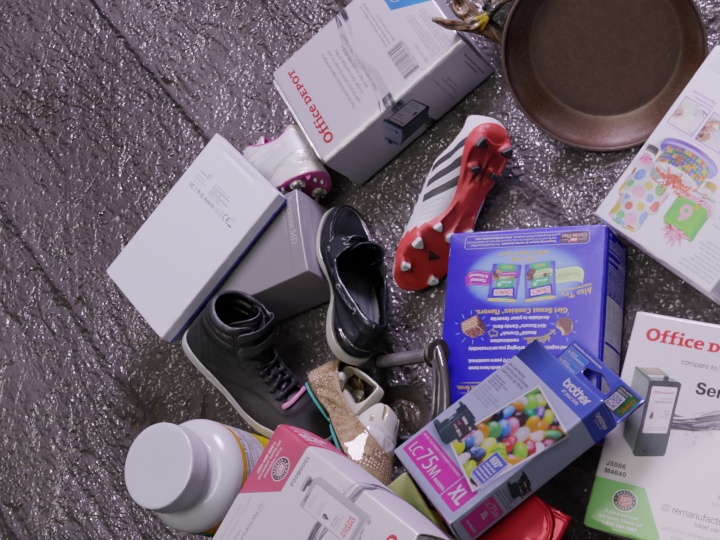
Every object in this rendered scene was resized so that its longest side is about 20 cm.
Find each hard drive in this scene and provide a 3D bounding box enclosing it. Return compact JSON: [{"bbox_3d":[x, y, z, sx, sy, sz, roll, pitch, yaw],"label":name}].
[{"bbox_3d":[-0.182,-0.037,1.484,0.200,0.025,0.132,-50,52,5],"label":"hard drive"}]

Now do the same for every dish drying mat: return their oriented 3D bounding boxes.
[{"bbox_3d":[0.099,0.278,1.148,0.076,0.018,0.201,28,85,34],"label":"dish drying mat"}]

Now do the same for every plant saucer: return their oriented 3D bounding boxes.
[{"bbox_3d":[0.239,-0.217,1.324,0.199,0.201,0.037,-21,21,24],"label":"plant saucer"}]

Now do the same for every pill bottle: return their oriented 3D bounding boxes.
[{"bbox_3d":[-0.144,0.214,1.369,0.112,0.200,0.114,-10,69,27],"label":"pill bottle"}]

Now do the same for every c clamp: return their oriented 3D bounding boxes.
[{"bbox_3d":[0.040,0.111,1.346,0.200,0.027,0.173,-4,76,64],"label":"c clamp"}]

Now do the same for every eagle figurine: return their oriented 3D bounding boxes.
[{"bbox_3d":[0.191,-0.307,1.379,0.151,0.152,0.200,43,120,5],"label":"eagle figurine"}]

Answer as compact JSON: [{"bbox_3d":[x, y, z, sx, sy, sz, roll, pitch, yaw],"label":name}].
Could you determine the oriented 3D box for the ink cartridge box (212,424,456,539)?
[{"bbox_3d":[-0.024,0.248,1.181,0.199,0.083,0.147,30,90,44],"label":"ink cartridge box"}]

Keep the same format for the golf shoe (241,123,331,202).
[{"bbox_3d":[-0.120,-0.095,1.531,0.199,0.075,0.092,-24,64,26],"label":"golf shoe"}]

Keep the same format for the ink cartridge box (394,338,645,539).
[{"bbox_3d":[0.137,0.137,1.182,0.199,0.042,0.119,-36,34,-5],"label":"ink cartridge box"}]

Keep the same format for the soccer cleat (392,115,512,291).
[{"bbox_3d":[0.091,-0.071,1.410,0.201,0.068,0.085,-62,22,15],"label":"soccer cleat"}]

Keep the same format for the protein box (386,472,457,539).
[{"bbox_3d":[0.046,0.335,1.252,0.200,0.135,0.199,-42,57,12],"label":"protein box"}]

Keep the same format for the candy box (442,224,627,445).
[{"bbox_3d":[0.165,0.066,1.307,0.168,0.077,0.202,-2,72,30],"label":"candy box"}]

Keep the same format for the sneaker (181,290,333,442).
[{"bbox_3d":[-0.100,0.101,1.412,0.200,0.071,0.099,39,139,11],"label":"sneaker"}]

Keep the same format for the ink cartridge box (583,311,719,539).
[{"bbox_3d":[0.298,0.150,1.194,0.144,0.084,0.202,9,79,33],"label":"ink cartridge box"}]

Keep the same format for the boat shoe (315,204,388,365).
[{"bbox_3d":[-0.002,-0.001,1.406,0.066,0.074,0.201,-48,30,41],"label":"boat shoe"}]

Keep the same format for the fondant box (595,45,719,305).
[{"bbox_3d":[0.339,-0.089,1.266,0.144,0.058,0.201,39,95,34],"label":"fondant box"}]

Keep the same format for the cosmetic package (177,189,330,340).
[{"bbox_3d":[-0.122,0.002,1.497,0.199,0.090,0.108,-26,60,25],"label":"cosmetic package"}]

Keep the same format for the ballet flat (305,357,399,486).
[{"bbox_3d":[-0.001,0.144,1.328,0.065,0.071,0.200,-40,37,4],"label":"ballet flat"}]

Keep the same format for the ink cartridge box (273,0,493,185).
[{"bbox_3d":[0.022,-0.217,1.483,0.200,0.086,0.147,-40,58,16],"label":"ink cartridge box"}]
